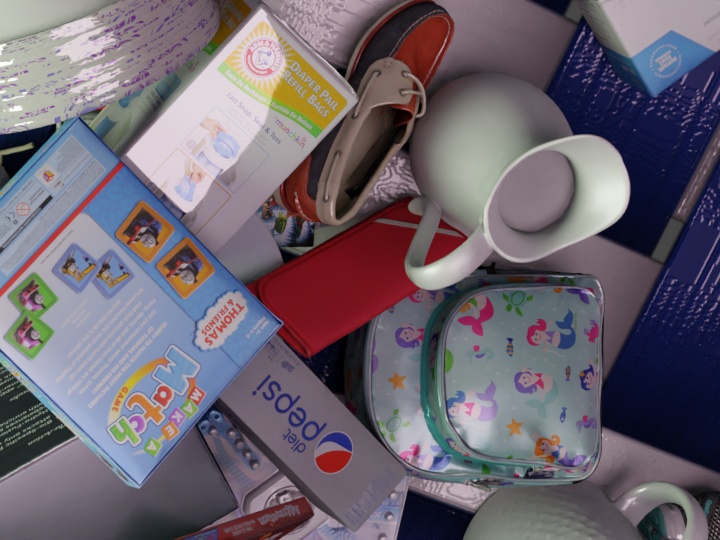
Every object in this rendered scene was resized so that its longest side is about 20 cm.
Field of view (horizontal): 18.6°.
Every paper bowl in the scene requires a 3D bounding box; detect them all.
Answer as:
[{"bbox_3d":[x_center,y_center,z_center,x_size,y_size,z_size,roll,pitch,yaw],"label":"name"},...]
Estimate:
[{"bbox_3d":[-0.203,-0.181,1.489,0.200,0.201,0.105,-24,112,-8],"label":"paper bowl"}]

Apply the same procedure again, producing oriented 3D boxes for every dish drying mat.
[{"bbox_3d":[0.000,0.000,1.634,0.200,0.077,0.018,-30,152,-43],"label":"dish drying mat"}]

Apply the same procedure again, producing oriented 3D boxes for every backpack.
[{"bbox_3d":[0.090,0.082,1.700,0.199,0.151,0.179,4,85,-10],"label":"backpack"}]

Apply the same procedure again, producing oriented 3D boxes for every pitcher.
[{"bbox_3d":[0.088,-0.062,1.621,0.171,0.200,0.122,-31,115,-5],"label":"pitcher"}]

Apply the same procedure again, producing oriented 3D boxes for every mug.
[{"bbox_3d":[0.194,0.249,1.772,0.200,0.175,0.148,-40,115,1],"label":"mug"}]

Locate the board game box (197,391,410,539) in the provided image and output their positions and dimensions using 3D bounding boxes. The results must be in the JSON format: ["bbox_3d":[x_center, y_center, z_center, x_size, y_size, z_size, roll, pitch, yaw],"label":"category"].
[{"bbox_3d":[-0.057,0.193,1.759,0.199,0.026,0.201,7,106,-20],"label":"board game box"}]

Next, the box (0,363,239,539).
[{"bbox_3d":[-0.216,0.137,1.594,0.196,0.200,0.118,-29,114,-5],"label":"box"}]

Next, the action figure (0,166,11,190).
[{"bbox_3d":[-0.244,-0.007,1.541,0.129,0.070,0.200,-14,148,23],"label":"action figure"}]

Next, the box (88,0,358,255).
[{"bbox_3d":[-0.113,-0.096,1.550,0.200,0.113,0.101,-46,114,4],"label":"box"}]

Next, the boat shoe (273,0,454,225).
[{"bbox_3d":[0.014,-0.117,1.629,0.200,0.062,0.071,-53,132,-16],"label":"boat shoe"}]

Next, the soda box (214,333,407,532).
[{"bbox_3d":[-0.056,0.103,1.611,0.063,0.068,0.200,-48,123,-10],"label":"soda box"}]

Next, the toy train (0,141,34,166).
[{"bbox_3d":[-0.321,-0.015,1.579,0.199,0.085,0.116,-15,122,-12],"label":"toy train"}]

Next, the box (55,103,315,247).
[{"bbox_3d":[-0.128,-0.087,1.633,0.199,0.040,0.138,-1,107,-17],"label":"box"}]

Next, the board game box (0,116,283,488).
[{"bbox_3d":[-0.171,0.021,1.461,0.200,0.037,0.151,46,73,-13],"label":"board game box"}]

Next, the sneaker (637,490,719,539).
[{"bbox_3d":[0.304,0.276,1.878,0.091,0.078,0.201,-21,115,-14],"label":"sneaker"}]

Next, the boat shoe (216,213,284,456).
[{"bbox_3d":[-0.091,0.040,1.653,0.073,0.068,0.200,-26,116,-20],"label":"boat shoe"}]

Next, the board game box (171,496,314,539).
[{"bbox_3d":[-0.122,0.211,1.588,0.103,0.200,0.020,-38,76,26],"label":"board game box"}]

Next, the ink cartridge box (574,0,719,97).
[{"bbox_3d":[0.210,-0.248,1.669,0.116,0.067,0.200,-36,115,-2],"label":"ink cartridge box"}]
